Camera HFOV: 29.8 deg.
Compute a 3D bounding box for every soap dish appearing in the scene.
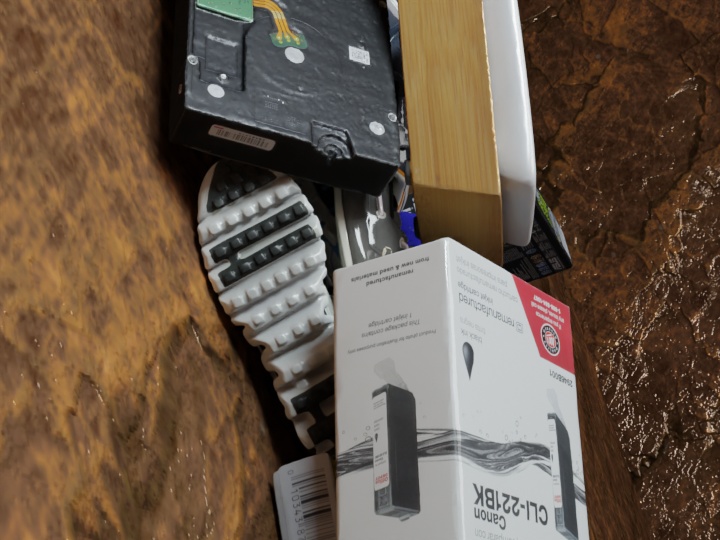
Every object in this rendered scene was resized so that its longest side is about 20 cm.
[{"bbox_3d":[0.067,-0.116,0.897,0.157,0.081,0.201,70,16,-73],"label":"soap dish"}]

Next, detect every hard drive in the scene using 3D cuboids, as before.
[{"bbox_3d":[-0.048,-0.145,0.852,0.139,0.038,0.201,13,50,-21],"label":"hard drive"}]

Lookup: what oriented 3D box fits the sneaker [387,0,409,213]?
[{"bbox_3d":[0.006,-0.115,1.018,0.080,0.078,0.201,-66,154,-60],"label":"sneaker"}]

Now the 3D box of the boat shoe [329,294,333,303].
[{"bbox_3d":[0.033,0.098,0.893,0.200,0.072,0.068,48,24,20],"label":"boat shoe"}]

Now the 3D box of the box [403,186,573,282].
[{"bbox_3d":[0.105,-0.028,1.296,0.200,0.159,0.044,43,31,-62],"label":"box"}]

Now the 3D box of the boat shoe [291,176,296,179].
[{"bbox_3d":[-0.075,-0.151,0.935,0.063,0.073,0.201,17,53,-70],"label":"boat shoe"}]

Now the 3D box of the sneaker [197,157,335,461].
[{"bbox_3d":[-0.045,0.024,0.830,0.081,0.075,0.201,143,-75,-82],"label":"sneaker"}]

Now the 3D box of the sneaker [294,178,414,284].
[{"bbox_3d":[0.000,0.000,0.959,0.075,0.087,0.201,-20,68,-34],"label":"sneaker"}]

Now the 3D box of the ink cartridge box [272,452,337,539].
[{"bbox_3d":[0.019,0.234,0.801,0.200,0.047,0.199,46,25,-55],"label":"ink cartridge box"}]

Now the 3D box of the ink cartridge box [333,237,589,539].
[{"bbox_3d":[0.058,0.103,0.763,0.144,0.083,0.201,26,56,-49],"label":"ink cartridge box"}]

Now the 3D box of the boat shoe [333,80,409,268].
[{"bbox_3d":[0.010,-0.043,0.876,0.067,0.057,0.201,85,-3,-64],"label":"boat shoe"}]

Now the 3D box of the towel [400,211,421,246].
[{"bbox_3d":[0.057,0.022,1.083,0.147,0.050,0.201,18,33,-34],"label":"towel"}]

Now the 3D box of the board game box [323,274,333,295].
[{"bbox_3d":[-0.037,-0.026,1.016,0.105,0.023,0.201,53,21,-57],"label":"board game box"}]
